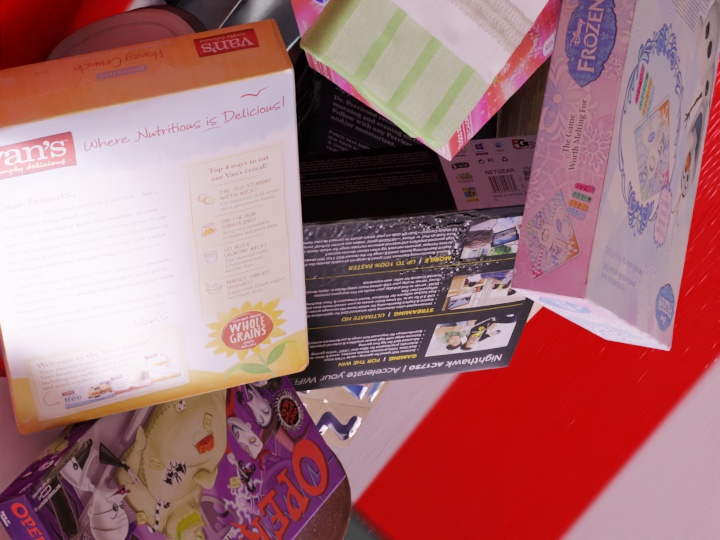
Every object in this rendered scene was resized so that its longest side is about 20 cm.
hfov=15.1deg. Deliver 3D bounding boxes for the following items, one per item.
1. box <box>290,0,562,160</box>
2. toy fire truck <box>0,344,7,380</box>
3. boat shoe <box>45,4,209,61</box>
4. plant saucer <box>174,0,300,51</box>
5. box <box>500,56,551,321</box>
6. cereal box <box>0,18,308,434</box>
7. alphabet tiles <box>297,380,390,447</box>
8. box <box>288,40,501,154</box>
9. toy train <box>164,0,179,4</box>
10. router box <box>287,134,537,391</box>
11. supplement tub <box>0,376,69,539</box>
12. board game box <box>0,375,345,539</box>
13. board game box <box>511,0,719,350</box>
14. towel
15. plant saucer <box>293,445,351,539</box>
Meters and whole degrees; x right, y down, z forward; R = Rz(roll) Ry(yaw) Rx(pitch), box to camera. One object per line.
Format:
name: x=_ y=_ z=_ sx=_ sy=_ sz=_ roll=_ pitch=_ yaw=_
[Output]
box: x=0.023 y=-0.161 z=1.285 sx=0.095 sy=0.102 sz=0.200 roll=-46 pitch=153 yaw=-18
toy fire truck: x=-0.169 y=0.036 z=1.390 sx=0.140 sy=0.049 sz=0.200 roll=-21 pitch=176 yaw=11
boat shoe: x=-0.112 y=-0.071 z=1.268 sx=0.062 sy=0.073 sz=0.200 roll=-33 pitch=173 yaw=-39
plant saucer: x=-0.052 y=-0.149 z=1.408 sx=0.201 sy=0.039 sz=0.201 roll=-48 pitch=174 yaw=-6
box: x=0.116 y=-0.061 z=1.609 sx=0.200 sy=0.077 sz=0.095 roll=-47 pitch=-158 yaw=41
cereal box: x=-0.098 y=-0.017 z=1.211 sx=0.143 sy=0.040 sz=0.201 roll=-12 pitch=138 yaw=-10
alphabet tiles: x=-0.071 y=0.051 z=1.522 sx=0.199 sy=0.006 sz=0.167 roll=10 pitch=127 yaw=-29
box: x=-0.012 y=-0.046 z=1.618 sx=0.200 sy=0.123 sz=0.197 roll=-54 pitch=-162 yaw=39
toy train: x=-0.069 y=-0.169 z=1.187 sx=0.046 sy=0.034 sz=0.200 roll=-34 pitch=170 yaw=-21
router box: x=0.000 y=0.000 z=1.445 sx=0.199 sy=0.051 sz=0.150 roll=-5 pitch=142 yaw=-19
supplement tub: x=-0.217 y=0.147 z=1.337 sx=0.200 sy=0.145 sz=0.144 roll=-34 pitch=-174 yaw=40
board game box: x=-0.088 y=0.106 z=1.315 sx=0.032 sy=0.121 sz=0.200 roll=-15 pitch=-159 yaw=36
board game box: x=0.138 y=-0.071 z=1.404 sx=0.200 sy=0.043 sz=0.200 roll=26 pitch=72 yaw=-70
towel: x=0.057 y=-0.160 z=1.207 sx=0.200 sy=0.031 sz=0.149 roll=-54 pitch=151 yaw=1
plant saucer: x=-0.105 y=0.124 z=1.433 sx=0.200 sy=0.199 sz=0.037 roll=-45 pitch=135 yaw=-37
